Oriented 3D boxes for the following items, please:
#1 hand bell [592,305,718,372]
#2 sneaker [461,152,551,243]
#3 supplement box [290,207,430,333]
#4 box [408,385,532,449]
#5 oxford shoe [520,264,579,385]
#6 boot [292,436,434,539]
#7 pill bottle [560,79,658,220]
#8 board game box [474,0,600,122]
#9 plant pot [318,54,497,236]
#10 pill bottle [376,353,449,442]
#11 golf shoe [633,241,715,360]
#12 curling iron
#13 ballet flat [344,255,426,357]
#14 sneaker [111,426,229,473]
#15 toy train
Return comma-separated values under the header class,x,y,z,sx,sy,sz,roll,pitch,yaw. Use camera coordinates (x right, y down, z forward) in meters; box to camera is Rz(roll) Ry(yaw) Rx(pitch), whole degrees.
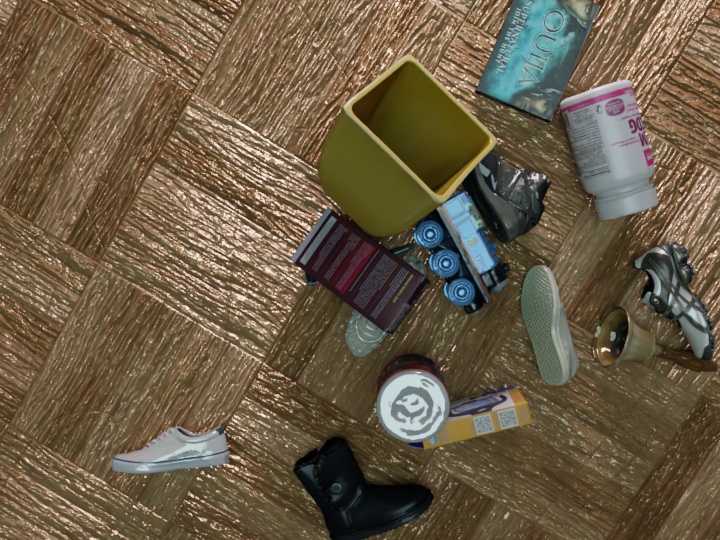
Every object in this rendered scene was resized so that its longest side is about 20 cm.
class,x,y,z,sx,sy,sz,roll,pitch,yaw
hand bell,0.498,0.133,1.297,0.199,0.104,0.104,16,96,-12
sneaker,0.232,-0.152,1.284,0.114,0.076,0.200,-26,76,-17
supplement box,0.000,0.000,1.264,0.200,0.061,0.109,37,93,17
box,0.172,0.242,1.292,0.199,0.119,0.042,-13,94,3
oxford shoe,0.316,0.089,1.307,0.058,0.075,0.201,-9,85,-37
boot,0.002,0.358,1.331,0.200,0.076,0.169,-24,97,11
pill bottle,0.397,-0.188,1.248,0.113,0.113,0.201,-17,94,4
board game box,0.287,-0.359,1.281,0.135,0.028,0.201,22,96,2
plant pot,0.049,-0.168,1.217,0.194,0.200,0.196,44,51,-1
pill bottle,0.081,0.193,1.252,0.110,0.200,0.111,0,94,2
golf shoe,0.510,0.057,1.287,0.094,0.078,0.201,-19,83,8
curling iron,-0.004,-0.016,1.326,0.199,0.026,0.050,-13,96,4
ballet flat,0.037,0.059,1.312,0.072,0.072,0.200,34,96,0
sneaker,-0.326,0.305,1.355,0.199,0.073,0.071,-5,85,-6
toy train,0.166,-0.030,1.288,0.114,0.087,0.200,-29,93,2
